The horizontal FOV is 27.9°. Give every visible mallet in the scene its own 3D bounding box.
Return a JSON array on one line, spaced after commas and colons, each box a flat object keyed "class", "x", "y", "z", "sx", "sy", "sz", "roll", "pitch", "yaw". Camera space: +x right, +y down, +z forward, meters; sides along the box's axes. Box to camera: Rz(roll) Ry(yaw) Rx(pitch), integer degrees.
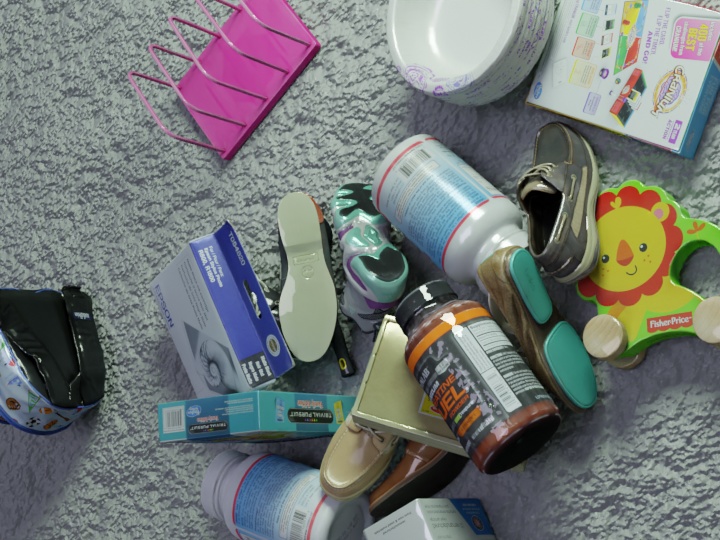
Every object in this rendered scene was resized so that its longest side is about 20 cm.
[{"class": "mallet", "x": -0.052, "y": 0.036, "z": 1.773, "sx": 0.065, "sy": 0.041, "sz": 0.203, "roll": -18, "pitch": 78, "yaw": 30}]

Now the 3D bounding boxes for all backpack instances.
[{"class": "backpack", "x": -0.443, "y": 0.127, "z": 1.948, "sx": 0.154, "sy": 0.199, "sz": 0.191, "roll": -46, "pitch": 68, "yaw": 27}]

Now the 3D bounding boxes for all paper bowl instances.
[{"class": "paper bowl", "x": 0.132, "y": -0.285, "z": 1.631, "sx": 0.199, "sy": 0.104, "sz": 0.203, "roll": -11, "pitch": 73, "yaw": 41}]

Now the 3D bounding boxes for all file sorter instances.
[{"class": "file sorter", "x": -0.181, "y": -0.270, "z": 1.845, "sx": 0.200, "sy": 0.125, "sz": 0.139, "roll": -48, "pitch": 60, "yaw": 20}]

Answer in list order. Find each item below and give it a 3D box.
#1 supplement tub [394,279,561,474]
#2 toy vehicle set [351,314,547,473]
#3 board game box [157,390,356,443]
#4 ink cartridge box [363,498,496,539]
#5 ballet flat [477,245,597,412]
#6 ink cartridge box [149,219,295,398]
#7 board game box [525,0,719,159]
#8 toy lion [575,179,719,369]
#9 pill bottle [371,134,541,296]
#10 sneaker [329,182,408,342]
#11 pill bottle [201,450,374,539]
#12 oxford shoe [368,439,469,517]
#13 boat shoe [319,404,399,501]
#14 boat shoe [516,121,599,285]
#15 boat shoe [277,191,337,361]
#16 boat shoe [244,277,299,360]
[{"class": "supplement tub", "x": 0.116, "y": 0.107, "z": 1.523, "sx": 0.107, "sy": 0.106, "sz": 0.201, "roll": -46, "pitch": 62, "yaw": 21}, {"class": "toy vehicle set", "x": 0.101, "y": 0.133, "z": 1.587, "sx": 0.198, "sy": 0.027, "sz": 0.125, "roll": 15, "pitch": 67, "yaw": 15}, {"class": "board game box", "x": -0.116, "y": 0.175, "z": 1.697, "sx": 0.150, "sy": 0.199, "sz": 0.048, "roll": -10, "pitch": 78, "yaw": 33}, {"class": "ink cartridge box", "x": 0.104, "y": 0.353, "z": 1.555, "sx": 0.084, "sy": 0.144, "sz": 0.202, "roll": -33, "pitch": 67, "yaw": 25}, {"class": "ballet flat", "x": 0.182, "y": 0.064, "z": 1.538, "sx": 0.072, "sy": 0.068, "sz": 0.201, "roll": -12, "pitch": 117, "yaw": 48}, {"class": "ink cartridge box", "x": -0.176, "y": 0.066, "z": 1.780, "sx": 0.200, "sy": 0.040, "sz": 0.201, "roll": -39, "pitch": 73, "yaw": 53}, {"class": "board game box", "x": 0.291, "y": -0.222, "z": 1.560, "sx": 0.199, "sy": 0.040, "sz": 0.155, "roll": 24, "pitch": 98, "yaw": 35}, {"class": "toy lion", "x": 0.307, "y": -0.002, "z": 1.514, "sx": 0.198, "sy": 0.068, "sz": 0.194, "roll": -10, "pitch": 71, "yaw": 35}, {"class": "pill bottle", "x": 0.111, "y": -0.056, "z": 1.624, "sx": 0.200, "sy": 0.108, "sz": 0.109, "roll": 44, "pitch": 108, "yaw": 31}, {"class": "sneaker", "x": 0.000, "y": 0.000, "z": 1.719, "sx": 0.201, "sy": 0.077, "sz": 0.141, "roll": -102, "pitch": 17, "yaw": -49}, {"class": "pill bottle", "x": -0.090, "y": 0.280, "z": 1.713, "sx": 0.198, "sy": 0.108, "sz": 0.110, "roll": 15, "pitch": 93, "yaw": 35}, {"class": "oxford shoe", "x": 0.079, "y": 0.203, "z": 1.642, "sx": 0.200, "sy": 0.071, "sz": 0.072, "roll": -43, "pitch": 59, "yaw": 11}, {"class": "boat shoe", "x": 0.018, "y": 0.167, "z": 1.633, "sx": 0.071, "sy": 0.065, "sz": 0.201, "roll": 30, "pitch": 71, "yaw": 17}, {"class": "boat shoe", "x": 0.210, "y": -0.084, "z": 1.551, "sx": 0.074, "sy": 0.073, "sz": 0.202, "roll": -34, "pitch": 45, "yaw": 36}, {"class": "boat shoe", "x": -0.066, "y": 0.007, "z": 1.729, "sx": 0.070, "sy": 0.063, "sz": 0.203, "roll": -7, "pitch": 88, "yaw": -1}, {"class": "boat shoe", "x": -0.133, "y": 0.044, "z": 1.810, "sx": 0.200, "sy": 0.060, "sz": 0.074, "roll": 43, "pitch": 109, "yaw": 31}]
